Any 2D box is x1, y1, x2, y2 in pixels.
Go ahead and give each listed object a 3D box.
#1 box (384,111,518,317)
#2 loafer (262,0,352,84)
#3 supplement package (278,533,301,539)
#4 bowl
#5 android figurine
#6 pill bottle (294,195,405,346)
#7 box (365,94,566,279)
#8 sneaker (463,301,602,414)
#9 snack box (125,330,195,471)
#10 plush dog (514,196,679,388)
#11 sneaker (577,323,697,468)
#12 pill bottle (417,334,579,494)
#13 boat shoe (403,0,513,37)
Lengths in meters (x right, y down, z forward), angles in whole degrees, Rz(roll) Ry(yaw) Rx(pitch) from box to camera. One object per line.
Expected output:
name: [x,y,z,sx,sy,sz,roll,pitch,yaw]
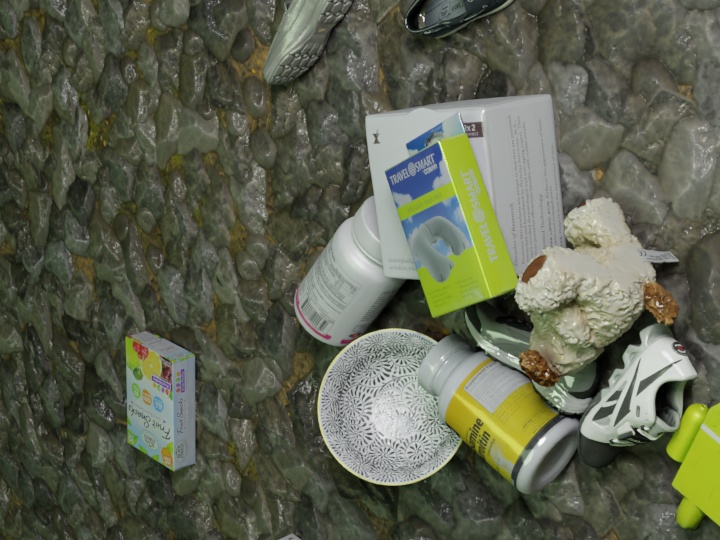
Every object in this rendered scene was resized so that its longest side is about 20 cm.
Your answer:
box: [0.096,-0.059,1.413,0.122,0.047,0.203,-24,84,58]
loafer: [-0.076,-0.333,1.716,0.200,0.069,0.070,-49,61,35]
supplement package: [-0.116,0.535,1.971,0.121,0.119,0.203,23,117,42]
bowl: [0.049,0.184,1.684,0.198,0.094,0.204,-2,78,8]
android figurine: [0.409,0.217,1.360,0.182,0.041,0.202,40,128,34]
pill bottle: [0.000,0.000,1.692,0.114,0.112,0.201,56,135,20]
box: [0.124,-0.098,1.514,0.197,0.130,0.203,3,104,47]
sneaker: [0.209,0.087,1.529,0.199,0.074,0.080,36,115,29]
snack box: [-0.341,0.221,2.176,0.141,0.053,0.203,22,117,43]
plush dog: [0.247,0.044,1.408,0.160,0.200,0.173,37,135,7]
sneaker: [0.308,0.163,1.421,0.089,0.073,0.202,56,138,40]
pill bottle: [0.165,0.169,1.556,0.200,0.111,0.113,40,128,30]
boat shoe: [0.121,-0.332,1.496,0.198,0.066,0.076,-21,85,48]
